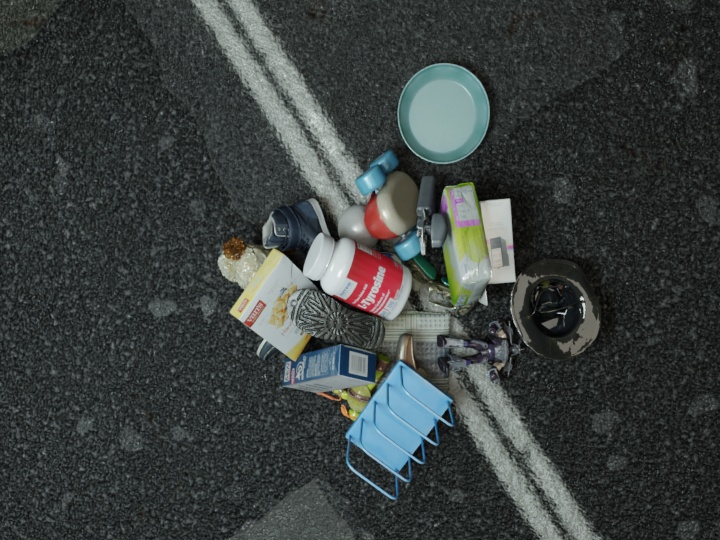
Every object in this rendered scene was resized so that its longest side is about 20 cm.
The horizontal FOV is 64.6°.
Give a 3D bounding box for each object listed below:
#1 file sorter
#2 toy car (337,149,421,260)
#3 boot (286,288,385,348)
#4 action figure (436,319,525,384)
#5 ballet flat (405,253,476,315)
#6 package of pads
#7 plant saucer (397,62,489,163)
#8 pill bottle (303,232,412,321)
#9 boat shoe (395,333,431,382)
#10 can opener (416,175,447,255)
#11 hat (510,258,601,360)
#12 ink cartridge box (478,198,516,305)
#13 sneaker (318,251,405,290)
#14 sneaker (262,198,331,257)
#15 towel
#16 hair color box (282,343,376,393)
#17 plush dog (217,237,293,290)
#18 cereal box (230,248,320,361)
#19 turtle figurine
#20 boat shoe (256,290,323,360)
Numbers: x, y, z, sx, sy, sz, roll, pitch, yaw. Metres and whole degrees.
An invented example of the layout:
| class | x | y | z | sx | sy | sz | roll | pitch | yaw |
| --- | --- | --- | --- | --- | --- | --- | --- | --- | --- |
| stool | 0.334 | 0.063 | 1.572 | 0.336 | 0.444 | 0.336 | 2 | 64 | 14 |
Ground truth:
| class | x | y | z | sx | sy | sz | roll | pitch | yaw |
| --- | --- | --- | --- | --- | --- | --- | --- | --- | --- |
| file sorter | 0.075 | 0.314 | 1.113 | 0.137 | 0.123 | 0.203 | 34 | 103 | -5 |
| toy car | 0.023 | -0.107 | 1.186 | 0.196 | 0.178 | 0.187 | -26 | 106 | 32 |
| boot | -0.050 | 0.100 | 1.135 | 0.205 | 0.158 | 0.082 | 24 | 87 | -5 |
| action figure | 0.258 | 0.172 | 1.196 | 0.192 | 0.069 | 0.136 | -2 | 87 | -11 |
| ballet flat | 0.155 | 0.031 | 1.212 | 0.197 | 0.068 | 0.076 | 34 | 114 | 0 |
| package of pads | 0.203 | -0.051 | 1.124 | 0.065 | 0.155 | 0.208 | -8 | 71 | -1 |
| plant saucer | 0.174 | -0.328 | 1.204 | 0.192 | 0.036 | 0.209 | 0 | 92 | 4 |
| pill bottle | -0.006 | 0.009 | 1.092 | 0.195 | 0.112 | 0.115 | 25 | 94 | -19 |
| boat shoe | 0.111 | 0.229 | 1.194 | 0.069 | 0.076 | 0.208 | -4 | 104 | -1 |
| can opener | 0.142 | -0.110 | 1.109 | 0.064 | 0.204 | 0.055 | 1 | 133 | 13 |
| hat | 0.396 | 0.082 | 1.188 | 0.192 | 0.081 | 0.209 | 0 | 85 | 2 |
| ink cartridge box | 0.272 | -0.038 | 1.170 | 0.064 | 0.117 | 0.209 | -4 | 93 | 1 |
| sneaker | 0.000 | 0.000 | 1.208 | 0.192 | 0.082 | 0.077 | -14 | 93 | 6 |
| sneaker | -0.117 | -0.041 | 1.148 | 0.077 | 0.143 | 0.207 | -41 | 71 | 45 |
| towel | 0.098 | 0.186 | 1.240 | 0.192 | 0.035 | 0.201 | 1 | 96 | 1 |
| hair color box | -0.066 | 0.202 | 1.155 | 0.098 | 0.197 | 0.063 | 20 | 62 | -36 |
| plush dog | -0.201 | 0.002 | 1.174 | 0.160 | 0.172 | 0.201 | -43 | 89 | 4 |
| cereal box | -0.148 | 0.072 | 1.108 | 0.039 | 0.200 | 0.146 | 25 | 76 | 37 |
| turtle figurine | -0.005 | 0.249 | 1.202 | 0.195 | 0.064 | 0.167 | 22 | 103 | 25 |
| boat shoe | -0.138 | 0.131 | 1.229 | 0.199 | 0.075 | 0.062 | -42 | 79 | -4 |
